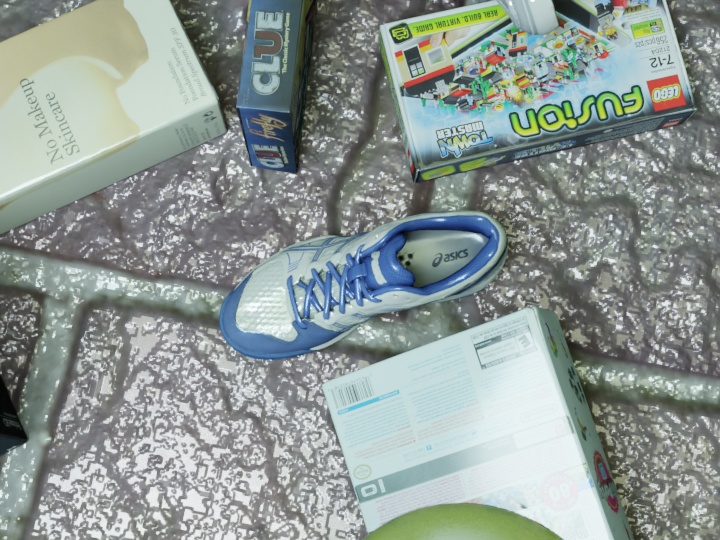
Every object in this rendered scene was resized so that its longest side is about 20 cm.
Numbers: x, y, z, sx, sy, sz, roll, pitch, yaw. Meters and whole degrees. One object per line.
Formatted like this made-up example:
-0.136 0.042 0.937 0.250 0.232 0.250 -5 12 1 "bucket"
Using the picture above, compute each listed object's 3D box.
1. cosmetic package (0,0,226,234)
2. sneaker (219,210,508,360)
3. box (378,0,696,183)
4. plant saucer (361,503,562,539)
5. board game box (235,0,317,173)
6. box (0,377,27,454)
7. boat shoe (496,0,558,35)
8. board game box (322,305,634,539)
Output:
-0.202 -0.105 0.786 0.200 0.071 0.105 -27 81 -6 "cosmetic package"
0.000 0.000 0.763 0.200 0.088 0.075 -20 82 -3 "sneaker"
0.122 -0.137 0.817 0.200 0.035 0.110 -13 80 -4 "box"
0.057 0.237 0.673 0.200 0.031 0.200 -3 82 19 "plant saucer"
-0.049 -0.179 0.771 0.035 0.136 0.200 6 79 0 "board game box"
-0.279 0.049 0.690 0.079 0.200 0.141 -26 81 -7 "box"
0.071 -0.228 0.797 0.068 0.072 0.200 -26 64 6 "boat shoe"
0.080 0.141 0.727 0.147 0.064 0.200 -21 78 18 "board game box"
